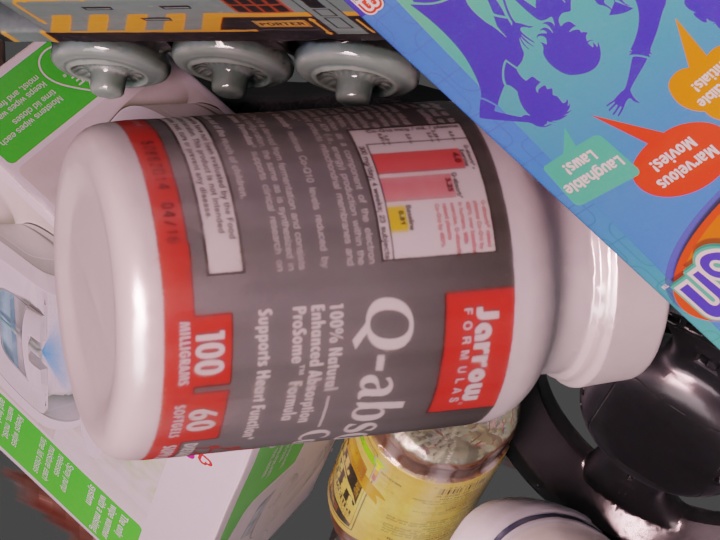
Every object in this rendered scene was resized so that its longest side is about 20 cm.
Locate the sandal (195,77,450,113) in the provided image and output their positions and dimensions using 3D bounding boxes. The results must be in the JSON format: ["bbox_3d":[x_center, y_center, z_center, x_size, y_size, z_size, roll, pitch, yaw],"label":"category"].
[{"bbox_3d":[-0.004,-0.050,1.009,0.199,0.043,0.077,15,126,33],"label":"sandal"}]

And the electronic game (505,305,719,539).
[{"bbox_3d":[0.128,0.057,1.018,0.199,0.042,0.201,22,142,18],"label":"electronic game"}]

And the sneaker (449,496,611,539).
[{"bbox_3d":[0.109,0.153,1.047,0.071,0.073,0.200,22,171,45],"label":"sneaker"}]

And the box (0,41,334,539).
[{"bbox_3d":[-0.088,0.019,1.030,0.176,0.097,0.200,42,148,10],"label":"box"}]

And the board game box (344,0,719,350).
[{"bbox_3d":[0.115,-0.068,0.783,0.200,0.045,0.152,41,134,-15],"label":"board game box"}]

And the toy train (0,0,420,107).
[{"bbox_3d":[-0.056,-0.112,0.890,0.199,0.086,0.114,4,167,26],"label":"toy train"}]

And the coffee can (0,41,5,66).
[{"bbox_3d":[-0.271,-0.090,1.049,0.199,0.147,0.147,3,129,29],"label":"coffee can"}]

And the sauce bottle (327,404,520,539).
[{"bbox_3d":[0.019,0.091,1.072,0.064,0.065,0.200,29,152,5],"label":"sauce bottle"}]

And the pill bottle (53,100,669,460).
[{"bbox_3d":[0.000,0.000,0.877,0.198,0.116,0.116,-5,138,-18],"label":"pill bottle"}]
